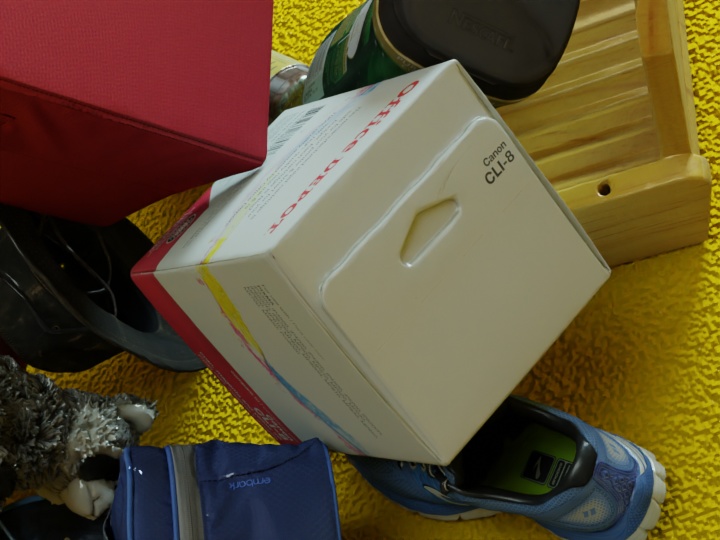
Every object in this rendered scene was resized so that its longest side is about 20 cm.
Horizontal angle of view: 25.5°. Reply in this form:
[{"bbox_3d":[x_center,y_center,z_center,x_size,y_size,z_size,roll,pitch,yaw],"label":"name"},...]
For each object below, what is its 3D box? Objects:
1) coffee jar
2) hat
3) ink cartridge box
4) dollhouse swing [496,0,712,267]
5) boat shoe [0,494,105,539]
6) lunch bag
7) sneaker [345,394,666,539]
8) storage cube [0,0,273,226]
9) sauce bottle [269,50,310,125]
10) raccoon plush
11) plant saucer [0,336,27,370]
[{"bbox_3d":[0.041,-0.121,0.877,0.200,0.103,0.086,146,145,-69],"label":"coffee jar"},{"bbox_3d":[-0.185,0.018,0.997,0.081,0.200,0.201,-46,47,10],"label":"hat"},{"bbox_3d":[0.000,0.000,0.844,0.145,0.145,0.199,-46,17,-21],"label":"ink cartridge box"},{"bbox_3d":[0.111,-0.129,0.889,0.180,0.176,0.202,-16,57,27],"label":"dollhouse swing"},{"bbox_3d":[-0.169,0.175,0.967,0.198,0.084,0.069,-20,44,27],"label":"boat shoe"},{"bbox_3d":[-0.077,0.195,0.827,0.130,0.137,0.202,-1,52,-11],"label":"lunch bag"},{"bbox_3d":[0.062,0.092,0.849,0.198,0.089,0.079,5,66,42],"label":"sneaker"},{"bbox_3d":[-0.165,-0.138,0.872,0.170,0.178,0.203,-16,67,47],"label":"storage cube"},{"bbox_3d":[-0.097,-0.135,1.116,0.199,0.065,0.065,29,82,44],"label":"sauce bottle"},{"bbox_3d":[-0.202,0.057,0.923,0.096,0.133,0.202,-11,99,47],"label":"raccoon plush"},{"bbox_3d":[-0.276,0.144,1.042,0.200,0.036,0.202,-40,35,48],"label":"plant saucer"}]
